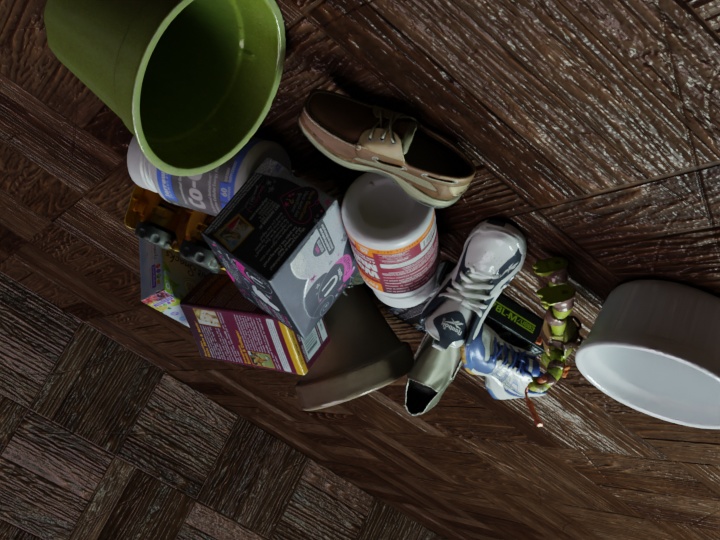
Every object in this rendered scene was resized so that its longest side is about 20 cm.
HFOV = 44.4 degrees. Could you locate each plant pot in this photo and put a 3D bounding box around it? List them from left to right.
[{"bbox_3d":[-0.210,-0.227,0.886,0.190,0.200,0.200,32,164,26],"label":"plant pot"},{"bbox_3d":[-0.032,0.108,1.417,0.200,0.200,0.175,-22,90,64],"label":"plant pot"}]

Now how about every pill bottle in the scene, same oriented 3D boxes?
[{"bbox_3d":[-0.201,-0.133,1.162,0.199,0.114,0.114,16,157,26],"label":"pill bottle"},{"bbox_3d":[0.044,-0.034,1.101,0.109,0.110,0.200,20,158,18],"label":"pill bottle"}]

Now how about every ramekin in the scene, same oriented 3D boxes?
[{"bbox_3d":[0.362,0.095,1.031,0.200,0.098,0.201,23,160,9],"label":"ramekin"}]

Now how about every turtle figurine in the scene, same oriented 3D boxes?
[{"bbox_3d":[0.237,0.077,1.071,0.064,0.200,0.162,5,133,17],"label":"turtle figurine"}]

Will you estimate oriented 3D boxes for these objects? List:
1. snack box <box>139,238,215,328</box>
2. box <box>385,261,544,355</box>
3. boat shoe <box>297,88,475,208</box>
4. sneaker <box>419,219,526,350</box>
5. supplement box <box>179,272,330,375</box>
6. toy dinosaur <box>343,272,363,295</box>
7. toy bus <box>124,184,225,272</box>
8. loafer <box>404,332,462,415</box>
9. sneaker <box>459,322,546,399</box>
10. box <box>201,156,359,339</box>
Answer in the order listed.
[{"bbox_3d":[-0.291,-0.017,1.422,0.053,0.201,0.142,-25,145,22],"label":"snack box"},{"bbox_3d":[0.157,0.072,1.310,0.193,0.048,0.200,29,159,-11],"label":"box"},{"bbox_3d":[0.034,-0.138,0.928,0.199,0.076,0.074,24,156,-15],"label":"boat shoe"},{"bbox_3d":[0.133,0.033,1.088,0.079,0.130,0.199,31,146,-6],"label":"sneaker"},{"bbox_3d":[-0.158,0.077,1.326,0.199,0.086,0.111,6,128,31],"label":"supplement box"},{"bbox_3d":[0.000,0.000,1.263,0.199,0.048,0.088,-11,167,0],"label":"toy dinosaur"},{"bbox_3d":[-0.226,-0.073,1.350,0.199,0.136,0.192,21,176,19],"label":"toy bus"},{"bbox_3d":[0.112,0.143,1.290,0.075,0.070,0.201,23,130,9],"label":"loafer"},{"bbox_3d":[0.204,0.122,1.233,0.088,0.076,0.200,-2,153,30],"label":"sneaker"},{"bbox_3d":[-0.089,-0.023,1.098,0.115,0.132,0.200,34,165,20],"label":"box"}]
